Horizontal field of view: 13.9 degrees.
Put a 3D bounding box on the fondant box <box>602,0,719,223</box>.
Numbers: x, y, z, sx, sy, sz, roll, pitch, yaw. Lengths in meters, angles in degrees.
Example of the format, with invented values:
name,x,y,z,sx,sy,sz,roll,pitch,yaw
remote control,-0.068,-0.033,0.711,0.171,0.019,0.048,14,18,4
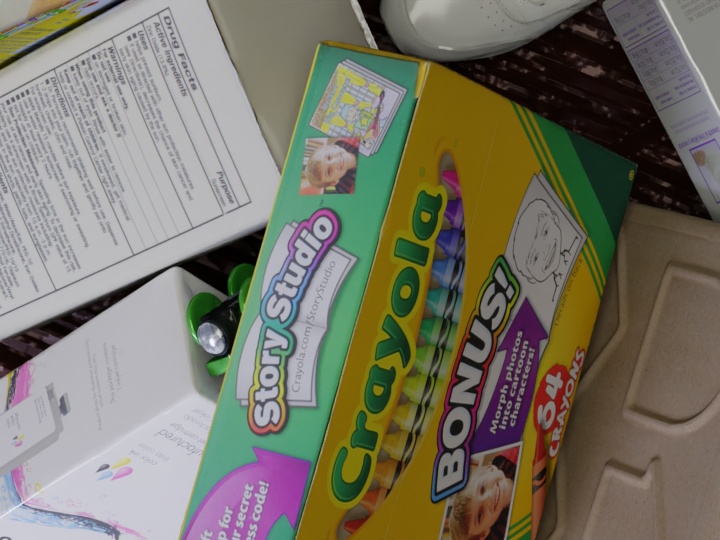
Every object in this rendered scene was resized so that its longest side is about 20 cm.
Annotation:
name,x,y,z,sx,sy,sz,roll,pitch,yaw
fondant box,0.207,-0.055,1.190,0.144,0.058,0.201,-28,90,-18

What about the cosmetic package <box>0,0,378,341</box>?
name,x,y,z,sx,sy,sz,roll,pitch,yaw
cosmetic package,-0.087,-0.050,1.192,0.199,0.087,0.104,-21,92,41

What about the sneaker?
name,x,y,z,sx,sy,sz,roll,pitch,yaw
sneaker,0.093,-0.150,1.202,0.199,0.100,0.075,-29,91,9

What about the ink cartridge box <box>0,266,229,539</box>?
name,x,y,z,sx,sy,sz,roll,pitch,yaw
ink cartridge box,-0.109,0.092,1.212,0.199,0.116,0.068,-32,49,24

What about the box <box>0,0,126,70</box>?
name,x,y,z,sx,sy,sz,roll,pitch,yaw
box,-0.115,-0.159,1.175,0.192,0.200,0.123,-22,91,7

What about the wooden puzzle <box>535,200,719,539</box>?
name,x,y,z,sx,sy,sz,roll,pitch,yaw
wooden puzzle,0.111,0.069,1.190,0.046,0.200,0.186,17,91,-35

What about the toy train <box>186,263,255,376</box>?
name,x,y,z,sx,sy,sz,roll,pitch,yaw
toy train,0.000,0.000,1.186,0.042,0.200,0.057,-17,103,39

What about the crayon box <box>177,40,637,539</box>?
name,x,y,z,sx,sy,sz,roll,pitch,yaw
crayon box,0.022,0.032,1.132,0.058,0.172,0.201,14,87,32
